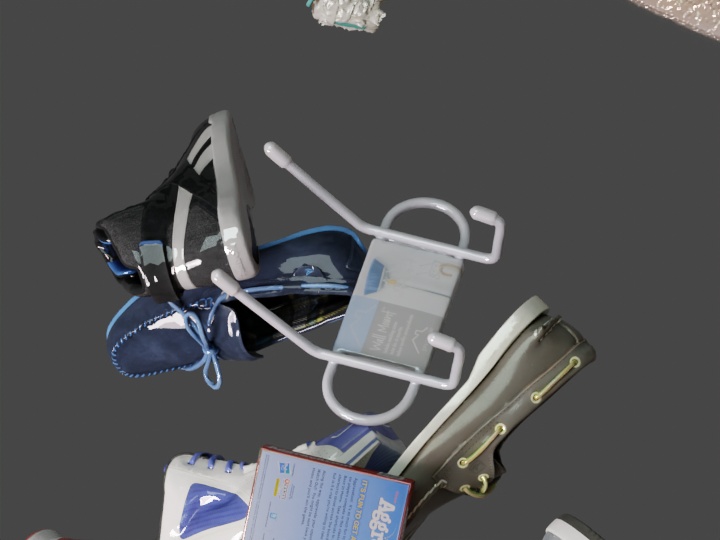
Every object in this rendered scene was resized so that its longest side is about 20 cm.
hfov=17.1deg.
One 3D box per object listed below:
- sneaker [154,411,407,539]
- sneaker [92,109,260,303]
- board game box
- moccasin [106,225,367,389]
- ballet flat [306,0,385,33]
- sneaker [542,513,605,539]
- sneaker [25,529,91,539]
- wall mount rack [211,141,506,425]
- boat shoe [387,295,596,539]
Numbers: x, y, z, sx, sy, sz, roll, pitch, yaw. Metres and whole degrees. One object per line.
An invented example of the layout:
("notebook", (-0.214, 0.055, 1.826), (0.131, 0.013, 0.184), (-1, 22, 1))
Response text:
("sneaker", (-0.073, 0.152, 1.621), (0.199, 0.081, 0.115), (-43, 60, 3))
("sneaker", (-0.135, -0.048, 1.692), (0.112, 0.073, 0.200), (-15, 28, 3))
("board game box", (-0.034, 0.222, 1.550), (0.103, 0.019, 0.201), (13, 95, 11))
("moccasin", (-0.088, 0.029, 1.679), (0.200, 0.080, 0.068), (-26, 45, 13))
("ballet flat", (0.022, -0.264, 1.785), (0.072, 0.072, 0.200), (15, 76, 29))
("sneaker", (0.145, 0.255, 1.480), (0.121, 0.084, 0.200), (-36, 59, -6))
("sneaker", (-0.200, 0.276, 1.625), (0.115, 0.078, 0.200), (5, 71, 27))
("wall mount rack", (0.000, 0.000, 1.616), (0.173, 0.075, 0.200), (14, 53, 8))
("boat shoe", (0.074, 0.112, 1.578), (0.060, 0.072, 0.202), (38, 94, 10))
